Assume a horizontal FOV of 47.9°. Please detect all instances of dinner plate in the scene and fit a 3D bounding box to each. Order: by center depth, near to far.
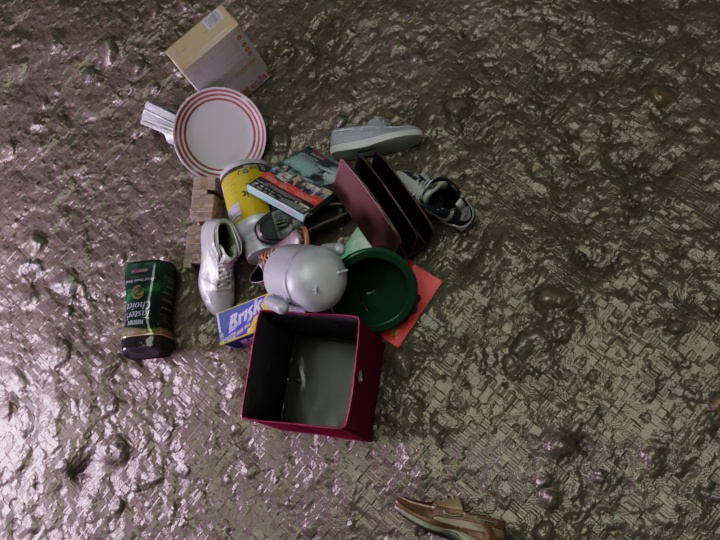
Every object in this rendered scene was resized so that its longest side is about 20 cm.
[{"bbox_3d":[-0.301,-0.290,1.737,0.198,0.024,0.202,-2,104,-7],"label":"dinner plate"}]

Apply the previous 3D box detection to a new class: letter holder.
[{"bbox_3d":[0.046,-0.130,1.528,0.100,0.142,0.201,-30,75,-17],"label":"letter holder"}]

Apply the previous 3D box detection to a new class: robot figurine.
[{"bbox_3d":[-0.097,0.012,1.419,0.170,0.113,0.199,-49,25,-19],"label":"robot figurine"}]

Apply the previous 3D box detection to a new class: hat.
[{"bbox_3d":[0.000,0.000,1.558,0.166,0.200,0.176,-47,22,10],"label":"hat"}]

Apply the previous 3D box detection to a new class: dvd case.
[{"bbox_3d":[-0.110,-0.179,1.634,0.145,0.022,0.200,28,45,21],"label":"dvd case"}]

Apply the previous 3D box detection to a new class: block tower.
[{"bbox_3d":[-0.329,-0.096,1.714,0.057,0.054,0.202,0,74,16],"label":"block tower"}]

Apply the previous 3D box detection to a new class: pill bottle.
[{"bbox_3d":[-0.215,-0.118,1.658,0.110,0.111,0.202,-20,69,9],"label":"pill bottle"}]

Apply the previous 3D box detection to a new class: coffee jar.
[{"bbox_3d":[-0.436,0.083,1.670,0.103,0.085,0.202,-7,72,13],"label":"coffee jar"}]

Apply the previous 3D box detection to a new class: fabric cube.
[{"bbox_3d":[-0.078,0.195,1.473,0.198,0.199,0.198,3,73,17],"label":"fabric cube"}]

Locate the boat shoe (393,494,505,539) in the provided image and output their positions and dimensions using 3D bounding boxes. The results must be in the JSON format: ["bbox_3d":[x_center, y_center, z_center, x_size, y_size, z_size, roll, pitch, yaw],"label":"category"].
[{"bbox_3d":[0.158,0.429,1.406,0.198,0.076,0.074,20,74,12],"label":"boat shoe"}]

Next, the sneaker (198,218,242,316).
[{"bbox_3d":[-0.278,-0.004,1.612,0.073,0.115,0.202,-7,92,-24],"label":"sneaker"}]

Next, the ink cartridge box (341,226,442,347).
[{"bbox_3d":[0.033,0.029,1.577,0.199,0.050,0.162,32,84,24],"label":"ink cartridge box"}]

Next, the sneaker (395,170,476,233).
[{"bbox_3d":[0.128,-0.154,1.563,0.199,0.130,0.080,39,84,22],"label":"sneaker"}]

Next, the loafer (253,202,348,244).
[{"bbox_3d":[-0.113,-0.104,1.597,0.198,0.063,0.073,-17,86,-28],"label":"loafer"}]

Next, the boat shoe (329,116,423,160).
[{"bbox_3d":[0.029,-0.280,1.664,0.199,0.070,0.072,-8,74,16],"label":"boat shoe"}]

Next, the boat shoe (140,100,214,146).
[{"bbox_3d":[-0.405,-0.309,1.802,0.199,0.073,0.066,31,103,22],"label":"boat shoe"}]

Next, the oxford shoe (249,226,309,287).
[{"bbox_3d":[-0.155,-0.019,1.566,0.072,0.200,0.072,1,59,-29],"label":"oxford shoe"}]

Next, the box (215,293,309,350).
[{"bbox_3d":[-0.184,0.090,1.591,0.198,0.064,0.071,-22,67,20],"label":"box"}]

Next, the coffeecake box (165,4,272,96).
[{"bbox_3d":[-0.298,-0.443,1.737,0.153,0.200,0.073,-40,67,0],"label":"coffeecake box"}]
